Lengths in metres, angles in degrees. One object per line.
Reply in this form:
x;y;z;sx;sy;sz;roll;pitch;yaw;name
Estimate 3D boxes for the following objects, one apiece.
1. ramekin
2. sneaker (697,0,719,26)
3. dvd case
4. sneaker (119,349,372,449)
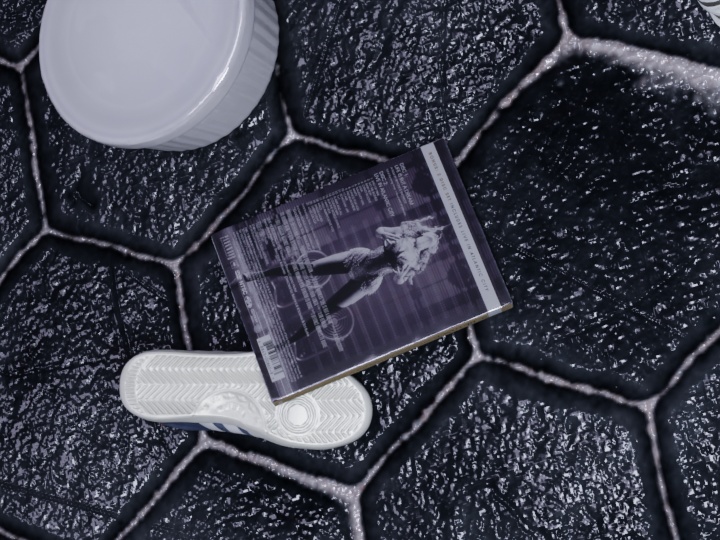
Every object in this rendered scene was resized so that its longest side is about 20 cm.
-0.157;-0.190;1.895;0.201;0.094;0.204;-6;77;28;ramekin
0.323;-0.235;1.631;0.200;0.115;0.076;-26;69;21;sneaker
0.000;0.000;1.780;0.199;0.016;0.149;-23;69;2;dvd case
-0.087;0.097;1.818;0.198;0.085;0.076;10;86;5;sneaker
